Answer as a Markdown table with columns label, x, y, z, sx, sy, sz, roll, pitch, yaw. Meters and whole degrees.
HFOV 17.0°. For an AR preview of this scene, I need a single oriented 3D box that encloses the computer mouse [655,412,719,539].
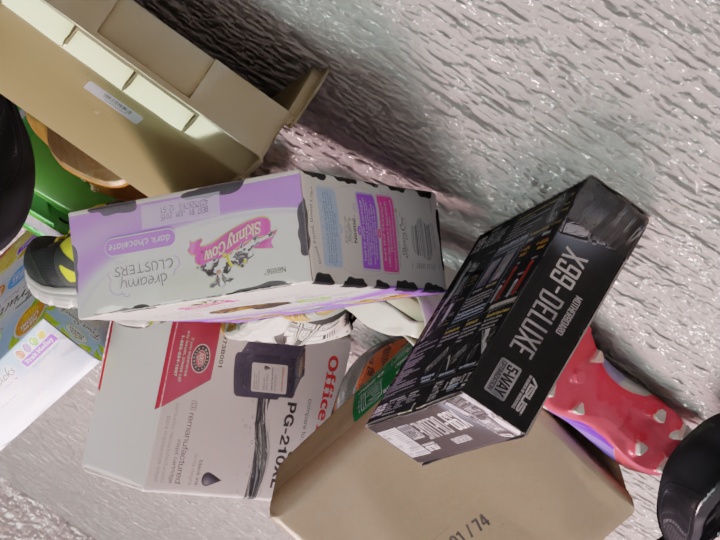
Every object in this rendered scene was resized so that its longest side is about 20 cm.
| label | x | y | z | sx | sy | sz | roll | pitch | yaw |
| --- | --- | --- | --- | --- | --- | --- | --- | --- | --- |
| computer mouse | 0.234 | 0.150 | 1.660 | 0.053 | 0.138 | 0.200 | 45 | 158 | 17 |

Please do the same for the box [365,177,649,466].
| label | x | y | z | sx | sy | sz | roll | pitch | yaw |
| --- | --- | --- | --- | --- | --- | --- | --- | --- | --- |
| box | 0.087 | 0.036 | 1.499 | 0.050 | 0.158 | 0.200 | 35 | 162 | -8 |

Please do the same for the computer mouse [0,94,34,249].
| label | x | y | z | sx | sy | sz | roll | pitch | yaw |
| --- | --- | --- | --- | --- | --- | --- | --- | --- | --- |
| computer mouse | -0.260 | -0.102 | 1.689 | 0.053 | 0.200 | 0.139 | -2 | 158 | -20 |

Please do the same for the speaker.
| label | x | y | z | sx | sy | sz | roll | pitch | yaw |
| --- | --- | --- | --- | --- | --- | --- | --- | --- | --- |
| speaker | -0.207 | -0.053 | 1.888 | 0.200 | 0.089 | 0.088 | 31 | 163 | 4 |

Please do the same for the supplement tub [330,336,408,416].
| label | x | y | z | sx | sy | sz | roll | pitch | yaw |
| --- | --- | --- | --- | --- | --- | --- | --- | --- | --- |
| supplement tub | 0.037 | 0.123 | 1.891 | 0.122 | 0.123 | 0.200 | 31 | 162 | 4 |

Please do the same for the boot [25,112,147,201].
| label | x | y | z | sx | sy | sz | roll | pitch | yaw |
| --- | --- | --- | --- | --- | --- | --- | --- | --- | --- |
| boot | -0.177 | -0.086 | 1.748 | 0.201 | 0.071 | 0.144 | 39 | 174 | 44 |

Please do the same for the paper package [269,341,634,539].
| label | x | y | z | sx | sy | sz | roll | pitch | yaw |
| --- | --- | --- | --- | --- | --- | --- | --- | --- | --- |
| paper package | 0.065 | 0.156 | 1.736 | 0.191 | 0.200 | 0.103 | 44 | -167 | -15 |

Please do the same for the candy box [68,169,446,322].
| label | x | y | z | sx | sy | sz | roll | pitch | yaw |
| --- | --- | --- | --- | --- | --- | --- | --- | --- | --- |
| candy box | -0.062 | -0.011 | 1.535 | 0.167 | 0.072 | 0.200 | -9 | 174 | 25 |

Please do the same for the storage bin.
| label | x | y | z | sx | sy | sz | roll | pitch | yaw |
| --- | --- | --- | --- | --- | --- | --- | --- | --- | --- |
| storage bin | -0.147 | -0.136 | 1.541 | 0.200 | 0.094 | 0.199 | 36 | 162 | -11 |

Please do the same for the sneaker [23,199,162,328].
| label | x | y | z | sx | sy | sz | roll | pitch | yaw |
| --- | --- | --- | --- | --- | --- | --- | --- | --- | --- |
| sneaker | -0.185 | -0.015 | 1.780 | 0.200 | 0.074 | 0.085 | 12 | 112 | 50 |

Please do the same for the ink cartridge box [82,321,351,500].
| label | x | y | z | sx | sy | sz | roll | pitch | yaw |
| --- | --- | --- | --- | --- | --- | --- | --- | --- | --- |
| ink cartridge box | -0.113 | 0.107 | 1.951 | 0.084 | 0.145 | 0.200 | 13 | -178 | 44 |

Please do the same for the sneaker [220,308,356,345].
| label | x | y | z | sx | sy | sz | roll | pitch | yaw |
| --- | --- | --- | --- | --- | --- | --- | --- | --- | --- |
| sneaker | -0.029 | 0.013 | 1.820 | 0.088 | 0.076 | 0.200 | 11 | 167 | -26 |

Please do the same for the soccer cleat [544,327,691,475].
| label | x | y | z | sx | sy | sz | roll | pitch | yaw |
| --- | --- | --- | --- | --- | --- | --- | --- | --- | --- |
| soccer cleat | 0.149 | 0.078 | 1.675 | 0.200 | 0.067 | 0.076 | 38 | 167 | -29 |

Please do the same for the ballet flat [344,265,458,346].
| label | x | y | z | sx | sy | sz | roll | pitch | yaw |
| --- | --- | --- | --- | --- | --- | --- | --- | --- | --- |
| ballet flat | 0.000 | 0.000 | 1.662 | 0.200 | 0.069 | 0.069 | 31 | 166 | 36 |

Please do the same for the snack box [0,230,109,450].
| label | x | y | z | sx | sy | sz | roll | pitch | yaw |
| --- | --- | --- | --- | --- | --- | --- | --- | --- | --- |
| snack box | -0.277 | 0.046 | 1.993 | 0.068 | 0.200 | 0.169 | 38 | 118 | -23 |
